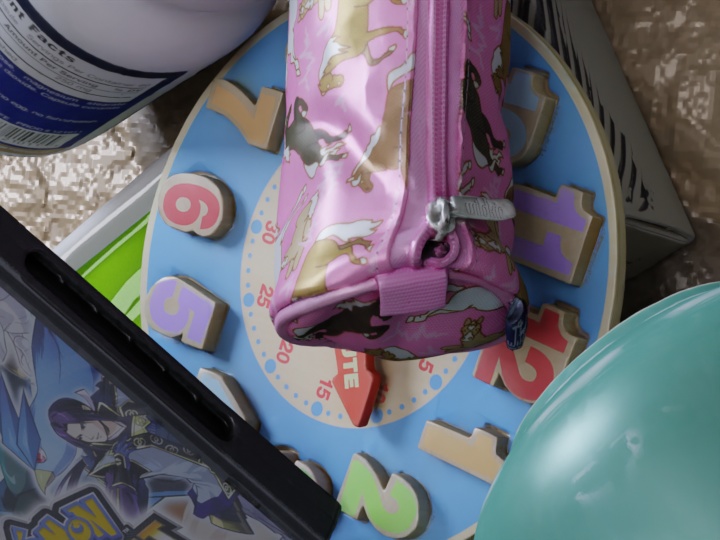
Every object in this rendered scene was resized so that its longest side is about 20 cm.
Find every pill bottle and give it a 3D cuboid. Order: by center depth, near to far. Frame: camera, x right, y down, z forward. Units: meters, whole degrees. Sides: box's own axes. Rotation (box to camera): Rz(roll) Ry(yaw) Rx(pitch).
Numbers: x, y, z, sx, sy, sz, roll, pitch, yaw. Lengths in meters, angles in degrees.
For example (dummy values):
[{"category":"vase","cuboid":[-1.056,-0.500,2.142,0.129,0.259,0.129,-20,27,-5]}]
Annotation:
[{"category":"pill bottle","cuboid":[-0.094,-0.118,0.776,0.200,0.115,0.117,-20,71,57]}]

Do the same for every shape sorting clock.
[{"category":"shape sorting clock","cuboid":[0.000,0.000,0.718,0.199,0.039,0.202,-4,82,32]}]

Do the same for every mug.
[{"category":"mug","cuboid":[0.092,0.081,0.569,0.184,0.152,0.115,-28,61,-12]}]

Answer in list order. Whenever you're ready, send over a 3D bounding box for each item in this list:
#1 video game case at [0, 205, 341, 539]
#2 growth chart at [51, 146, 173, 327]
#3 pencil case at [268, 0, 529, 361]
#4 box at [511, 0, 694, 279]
[{"category":"video game case","cuboid":[-0.136,0.078,0.725,0.181,0.026,0.200,42,124,-12]},{"category":"growth chart","cuboid":[-0.044,0.032,0.809,0.145,0.018,0.200,-47,63,-3]},{"category":"pencil case","cuboid":[0.014,-0.074,0.657,0.086,0.083,0.201,-9,70,31]},{"category":"box","cuboid":[0.040,-0.084,0.765,0.082,0.068,0.201,-31,70,24]}]
